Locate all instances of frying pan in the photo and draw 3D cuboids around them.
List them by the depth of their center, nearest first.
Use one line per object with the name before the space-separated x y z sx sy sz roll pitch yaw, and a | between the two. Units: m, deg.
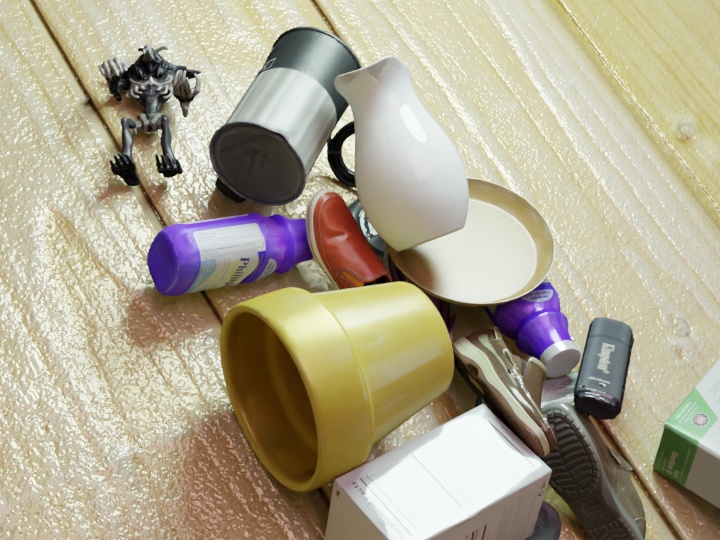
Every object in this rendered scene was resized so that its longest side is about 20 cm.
frying pan | 0.059 -0.059 1.666 0.190 0.031 0.115 -27 74 -31

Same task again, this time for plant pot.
plant pot | -0.016 0.100 1.412 0.189 0.201 0.201 -21 68 -29
plant pot | 0.124 -0.030 1.587 0.199 0.028 0.200 5 47 -5

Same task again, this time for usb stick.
usb stick | 0.275 0.107 1.546 0.055 0.033 0.200 22 27 6

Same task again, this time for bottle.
bottle | -0.132 -0.022 1.516 0.200 0.084 0.065 -10 65 -36
bottle | 0.188 0.038 1.598 0.083 0.065 0.200 -7 45 -24

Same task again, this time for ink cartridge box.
ink cartridge box | 0.461 0.211 1.575 0.200 0.088 0.145 29 48 26

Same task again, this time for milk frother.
milk frother | -0.052 -0.141 1.578 0.200 0.181 0.188 25 49 2

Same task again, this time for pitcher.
pitcher | 0.054 -0.130 1.548 0.172 0.121 0.200 -14 84 -70

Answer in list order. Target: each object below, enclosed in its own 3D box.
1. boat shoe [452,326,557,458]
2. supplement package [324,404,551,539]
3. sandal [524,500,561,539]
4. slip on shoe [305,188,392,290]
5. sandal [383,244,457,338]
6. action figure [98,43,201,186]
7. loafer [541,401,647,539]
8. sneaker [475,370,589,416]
boat shoe | 0.167 0.120 1.481 0.075 0.075 0.202 -29 38 -7
supplement package | 0.077 0.243 1.400 0.200 0.110 0.114 -22 49 -31
sandal | 0.166 0.319 1.443 0.075 0.048 0.201 25 52 -5
slip on shoe | 0.000 0.000 1.531 0.074 0.061 0.200 -28 97 -42
sandal | 0.078 0.036 1.580 0.082 0.050 0.203 1 67 -24
action figure | -0.242 -0.201 1.590 0.119 0.102 0.200 0 59 -9
loafer | 0.253 0.224 1.509 0.200 0.075 0.070 62 35 -13
sneaker | 0.219 0.141 1.570 0.200 0.074 0.079 -19 62 -31
